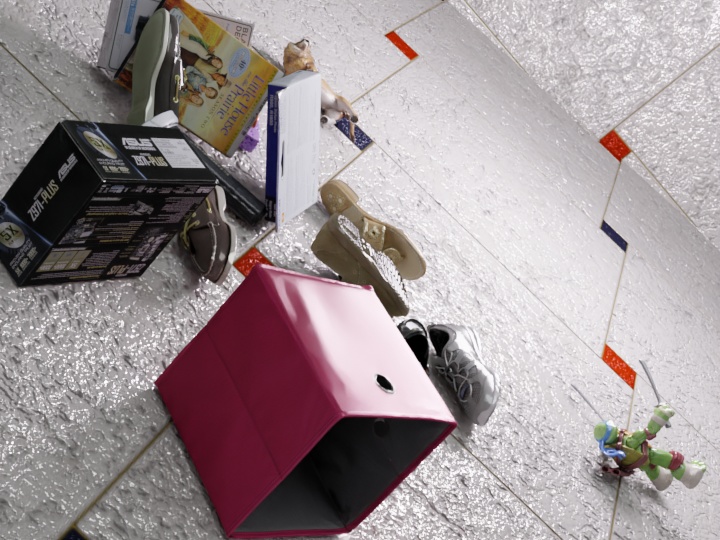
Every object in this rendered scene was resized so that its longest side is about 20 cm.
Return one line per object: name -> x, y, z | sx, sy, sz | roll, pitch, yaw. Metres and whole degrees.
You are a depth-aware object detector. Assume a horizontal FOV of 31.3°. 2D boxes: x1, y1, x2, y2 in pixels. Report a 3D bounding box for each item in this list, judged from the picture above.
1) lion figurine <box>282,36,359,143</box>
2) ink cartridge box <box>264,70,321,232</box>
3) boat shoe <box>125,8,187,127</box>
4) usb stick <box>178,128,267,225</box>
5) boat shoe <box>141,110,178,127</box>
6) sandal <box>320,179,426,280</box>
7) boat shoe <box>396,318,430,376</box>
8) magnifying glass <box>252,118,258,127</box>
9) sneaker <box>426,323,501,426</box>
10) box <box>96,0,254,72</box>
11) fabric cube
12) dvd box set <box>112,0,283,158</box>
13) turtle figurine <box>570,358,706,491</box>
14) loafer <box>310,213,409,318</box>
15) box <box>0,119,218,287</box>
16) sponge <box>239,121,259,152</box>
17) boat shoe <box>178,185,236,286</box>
lion figurine -> -0.069, -0.316, 2.265 | 0.201, 0.072, 0.123 | 54, 11, -13
ink cartridge box -> -0.104, -0.173, 1.823 | 0.040, 0.201, 0.200 | 6, 17, 13
boat shoe -> -0.266, -0.245, 1.710 | 0.060, 0.071, 0.203 | 15, 78, -37
usb stick -> -0.210, -0.137, 1.770 | 0.200, 0.033, 0.055 | 42, 20, -4
boat shoe -> -0.275, -0.131, 1.583 | 0.068, 0.073, 0.200 | 50, 34, -9
sandal -> 0.001, -0.049, 1.940 | 0.212, 0.078, 0.069 | 45, 43, 17
boat shoe -> 0.074, 0.113, 1.771 | 0.072, 0.068, 0.200 | 39, 21, -6
magnifying glass -> -0.243, -0.257, 1.876 | 0.199, 0.022, 0.080 | 21, 38, -13
sneaker -> 0.140, 0.148, 1.835 | 0.081, 0.075, 0.200 | 16, 27, -22
box -> -0.259, -0.318, 1.811 | 0.199, 0.118, 0.060 | 12, 7, -26
fabric cube -> -0.058, 0.140, 1.348 | 0.195, 0.200, 0.200 | 12, 38, -48
dvd box set -> -0.224, -0.270, 1.787 | 0.199, 0.147, 0.029 | 34, -3, -26
turtle figurine -> 0.456, 0.256, 2.052 | 0.194, 0.144, 0.201 | 38, 27, -22
loafer -> 0.000, 0.000, 1.844 | 0.200, 0.067, 0.076 | 49, 22, -29
box -> -0.278, -0.072, 1.390 | 0.086, 0.164, 0.200 | 51, 25, 18
sponge -> -0.207, -0.267, 1.988 | 0.111, 0.030, 0.201 | 31, 27, -24
boat shoe -> -0.199, -0.053, 1.605 | 0.059, 0.072, 0.201 | 23, 27, -27
